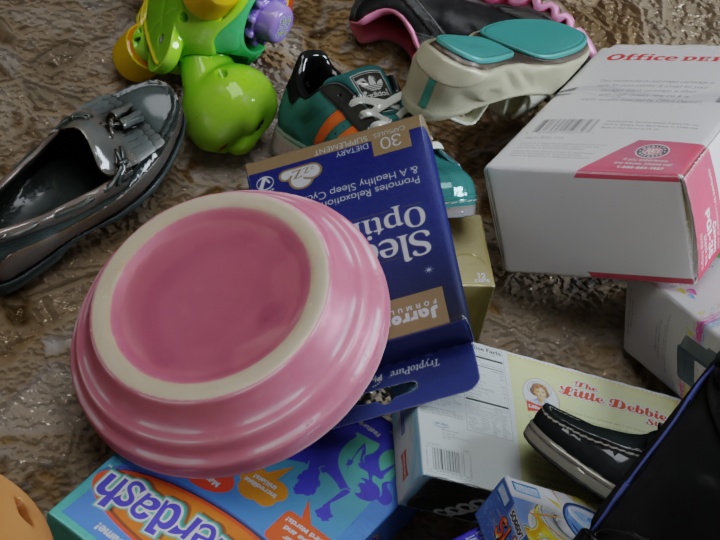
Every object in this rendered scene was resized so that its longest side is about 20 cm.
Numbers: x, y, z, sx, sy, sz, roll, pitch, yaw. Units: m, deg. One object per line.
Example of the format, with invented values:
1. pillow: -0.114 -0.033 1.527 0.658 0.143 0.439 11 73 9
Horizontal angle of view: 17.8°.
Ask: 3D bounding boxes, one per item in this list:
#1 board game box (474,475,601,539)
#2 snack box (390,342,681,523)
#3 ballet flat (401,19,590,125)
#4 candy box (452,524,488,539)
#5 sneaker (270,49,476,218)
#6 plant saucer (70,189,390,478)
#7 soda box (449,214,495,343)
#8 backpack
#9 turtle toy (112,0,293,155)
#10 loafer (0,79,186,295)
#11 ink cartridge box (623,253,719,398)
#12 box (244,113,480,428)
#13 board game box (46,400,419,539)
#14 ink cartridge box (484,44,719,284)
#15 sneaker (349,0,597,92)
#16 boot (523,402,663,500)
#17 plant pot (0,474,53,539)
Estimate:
1. board game box: 0.171 0.198 1.323 0.199 0.035 0.136 18 32 -29
2. snack box: 0.115 0.111 1.420 0.199 0.037 0.117 16 45 -20
3. ballet flat: 0.091 -0.133 1.571 0.069 0.070 0.200 39 27 22
4. candy box: 0.035 0.257 1.276 0.199 0.077 0.169 -24 58 -29
5. sneaker: 0.007 -0.092 1.537 0.071 0.080 0.200 -8 24 -37
6. plant saucer: -0.084 0.027 1.374 0.200 0.051 0.201 -9 52 11
7. soda box: -0.016 0.005 1.504 0.199 0.064 0.068 1 48 -11
8. backpack: 0.241 0.148 1.241 0.200 0.183 0.147 38 17 10
9. turtle toy: -0.100 -0.176 1.614 0.101 0.146 0.201 19 61 -27
10. loafer: -0.187 -0.063 1.507 0.072 0.063 0.200 35 62 18
11. ink cartridge box: 0.268 0.055 1.468 0.117 0.068 0.200 -10 28 -23
12. box: 0.000 0.000 1.420 0.121 0.032 0.201 -16 53 6
13. board game box: -0.068 0.141 1.380 0.152 0.045 0.200 33 50 18
14. ink cartridge box: 0.195 -0.076 1.556 0.146 0.083 0.200 4 30 31
15. sneaker: 0.080 -0.166 1.687 0.199 0.079 0.096 27 65 17
16. boot: 0.214 0.081 1.351 0.203 0.154 0.073 25 8 2
17. plant pot: -0.235 0.192 1.213 0.199 0.201 0.140 8 30 -5
